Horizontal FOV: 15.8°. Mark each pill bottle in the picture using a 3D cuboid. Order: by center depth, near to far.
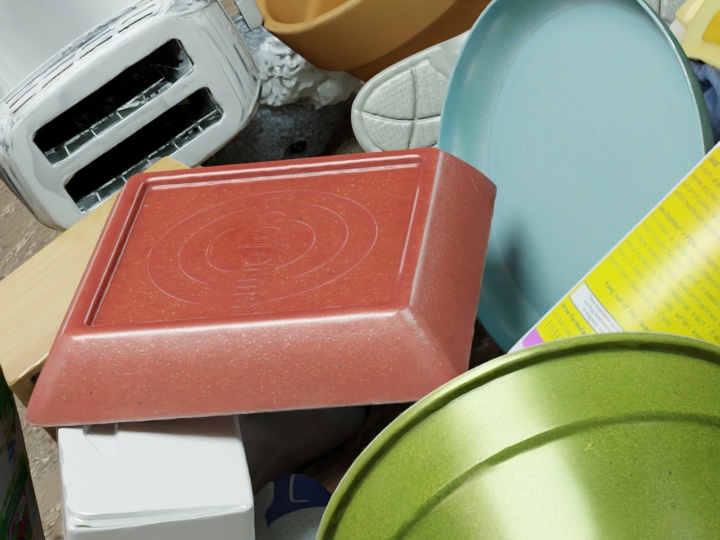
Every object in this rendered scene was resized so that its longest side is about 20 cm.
[{"bbox_3d":[0.163,0.008,1.105,0.200,0.104,0.104,-46,26,9],"label":"pill bottle"}]

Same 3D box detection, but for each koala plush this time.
[{"bbox_3d":[-0.095,-0.100,1.617,0.200,0.184,0.177,-21,2,-4],"label":"koala plush"}]

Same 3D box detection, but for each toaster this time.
[{"bbox_3d":[-0.151,-0.104,1.461,0.200,0.114,0.129,-33,33,-7],"label":"toaster"}]

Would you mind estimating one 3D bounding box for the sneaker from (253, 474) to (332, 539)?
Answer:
[{"bbox_3d":[0.031,0.144,1.174,0.115,0.081,0.199,-43,33,4],"label":"sneaker"}]

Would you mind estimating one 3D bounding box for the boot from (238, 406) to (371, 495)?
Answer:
[{"bbox_3d":[-0.073,0.134,1.375,0.200,0.070,0.132,-30,39,44],"label":"boot"}]

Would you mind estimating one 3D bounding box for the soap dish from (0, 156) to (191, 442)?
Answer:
[{"bbox_3d":[-0.124,0.025,1.439,0.157,0.081,0.200,-38,-15,-7],"label":"soap dish"}]

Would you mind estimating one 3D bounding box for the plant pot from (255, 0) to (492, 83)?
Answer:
[{"bbox_3d":[0.058,-0.172,1.479,0.200,0.140,0.200,-38,28,24],"label":"plant pot"}]

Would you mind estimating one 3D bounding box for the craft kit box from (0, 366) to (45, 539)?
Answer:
[{"bbox_3d":[-0.223,0.172,1.417,0.049,0.198,0.200,5,43,6],"label":"craft kit box"}]

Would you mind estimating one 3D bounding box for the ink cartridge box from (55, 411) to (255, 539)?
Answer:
[{"bbox_3d":[-0.092,0.156,1.197,0.084,0.200,0.145,-5,28,-7],"label":"ink cartridge box"}]

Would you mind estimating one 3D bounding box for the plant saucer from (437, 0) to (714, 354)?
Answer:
[{"bbox_3d":[0.106,-0.046,1.248,0.200,0.027,0.200,9,101,55],"label":"plant saucer"}]

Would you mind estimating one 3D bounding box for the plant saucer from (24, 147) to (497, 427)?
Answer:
[{"bbox_3d":[-0.044,-0.001,1.210,0.200,0.037,0.200,-4,29,10],"label":"plant saucer"}]

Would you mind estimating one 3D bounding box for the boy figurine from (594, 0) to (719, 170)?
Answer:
[{"bbox_3d":[0.192,-0.119,1.283,0.200,0.064,0.124,-53,25,2],"label":"boy figurine"}]

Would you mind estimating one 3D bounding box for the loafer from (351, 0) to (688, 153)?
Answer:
[{"bbox_3d":[0.092,-0.111,1.391,0.200,0.072,0.063,-20,0,8],"label":"loafer"}]

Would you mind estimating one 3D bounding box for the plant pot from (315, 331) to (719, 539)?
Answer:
[{"bbox_3d":[0.100,0.159,0.923,0.200,0.200,0.193,-41,38,17],"label":"plant pot"}]
